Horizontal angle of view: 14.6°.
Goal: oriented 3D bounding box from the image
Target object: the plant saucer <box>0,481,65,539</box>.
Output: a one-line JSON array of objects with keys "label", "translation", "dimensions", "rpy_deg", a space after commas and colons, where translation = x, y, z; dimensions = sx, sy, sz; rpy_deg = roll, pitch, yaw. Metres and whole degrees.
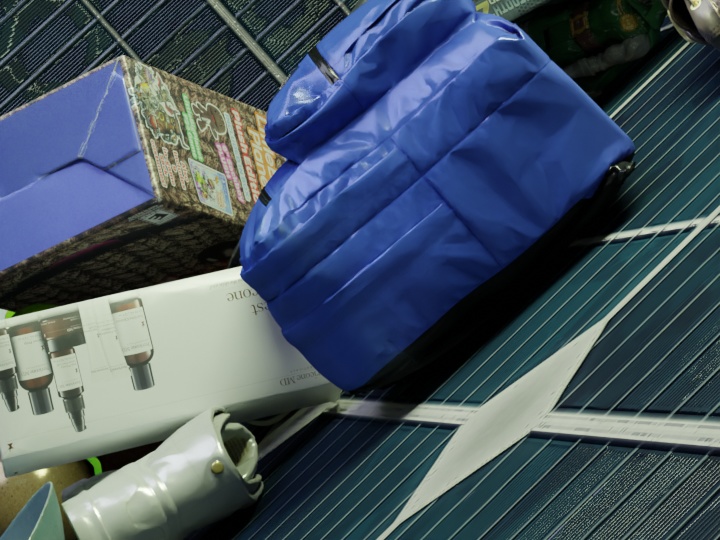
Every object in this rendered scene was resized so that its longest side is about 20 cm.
[{"label": "plant saucer", "translation": [-0.205, 0.208, 1.506], "dimensions": [0.202, 0.039, 0.201], "rpy_deg": [-56, 8, 11]}]

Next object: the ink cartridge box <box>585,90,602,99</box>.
[{"label": "ink cartridge box", "translation": [0.038, -0.080, 1.868], "dimensions": [0.173, 0.044, 0.200], "rpy_deg": [-11, -20, -49]}]

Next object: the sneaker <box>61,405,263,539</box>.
[{"label": "sneaker", "translation": [-0.107, 0.131, 1.595], "dimensions": [0.115, 0.074, 0.200], "rpy_deg": [-29, 1, -7]}]

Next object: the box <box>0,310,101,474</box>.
[{"label": "box", "translation": [-0.259, 0.105, 2.069], "dimensions": [0.193, 0.200, 0.122], "rpy_deg": [-44, 5, -22]}]

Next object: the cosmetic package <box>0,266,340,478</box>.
[{"label": "cosmetic package", "translation": [-0.116, 0.053, 1.607], "dimensions": [0.199, 0.083, 0.051], "rpy_deg": [-13, -13, -8]}]

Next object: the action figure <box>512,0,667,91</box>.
[{"label": "action figure", "translation": [0.138, -0.156, 1.888], "dimensions": [0.199, 0.119, 0.055], "rpy_deg": [-24, -20, 40]}]

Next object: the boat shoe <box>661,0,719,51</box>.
[{"label": "boat shoe", "translation": [0.200, -0.159, 1.584], "dimensions": [0.059, 0.072, 0.200], "rpy_deg": [-39, 12, 4]}]

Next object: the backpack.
[{"label": "backpack", "translation": [0.022, -0.044, 1.480], "dimensions": [0.200, 0.168, 0.163], "rpy_deg": [-46, -1, 4]}]

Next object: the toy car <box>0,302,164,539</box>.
[{"label": "toy car", "translation": [-0.183, 0.145, 1.763], "dimensions": [0.164, 0.157, 0.201], "rpy_deg": [98, -169, -75]}]

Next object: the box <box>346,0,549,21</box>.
[{"label": "box", "translation": [0.089, -0.197, 1.839], "dimensions": [0.199, 0.051, 0.158], "rpy_deg": [-27, 12, 16]}]

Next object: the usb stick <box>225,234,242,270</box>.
[{"label": "usb stick", "translation": [-0.047, -0.023, 1.643], "dimensions": [0.055, 0.033, 0.200], "rpy_deg": [-39, -5, -15]}]

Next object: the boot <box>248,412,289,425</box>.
[{"label": "boot", "translation": [0.000, 0.000, 1.768], "dimensions": [0.200, 0.072, 0.144], "rpy_deg": [-44, 3, 26]}]

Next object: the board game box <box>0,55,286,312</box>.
[{"label": "board game box", "translation": [-0.147, -0.041, 1.762], "dimensions": [0.159, 0.097, 0.200], "rpy_deg": [-24, -19, 24]}]
